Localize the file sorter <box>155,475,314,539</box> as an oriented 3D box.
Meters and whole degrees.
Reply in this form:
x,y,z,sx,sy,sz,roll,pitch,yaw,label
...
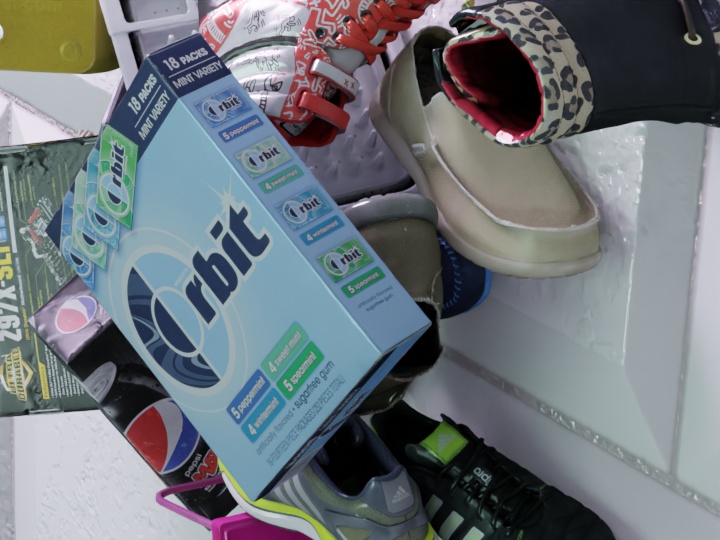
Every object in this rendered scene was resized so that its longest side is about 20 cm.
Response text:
x,y,z,sx,sy,sz,roll,pitch,yaw,label
-0.048,0.234,1.371,0.125,0.139,0.201,13,109,60,file sorter

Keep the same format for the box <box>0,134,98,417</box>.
x,y,z,sx,sy,sz,roll,pitch,yaw,label
-0.201,0.002,1.547,0.159,0.049,0.201,-6,96,18,box

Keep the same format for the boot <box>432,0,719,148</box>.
x,y,z,sx,sy,sz,roll,pitch,yaw,label
0.095,-0.129,1.023,0.204,0.153,0.074,49,137,40,boot

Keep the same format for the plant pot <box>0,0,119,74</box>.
x,y,z,sx,sy,sz,roll,pitch,yaw,label
-0.242,-0.224,1.438,0.177,0.199,0.201,-99,13,-67,plant pot

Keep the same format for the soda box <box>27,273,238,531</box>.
x,y,z,sx,sy,sz,roll,pitch,yaw,label
-0.142,0.089,1.450,0.071,0.063,0.200,38,167,48,soda box

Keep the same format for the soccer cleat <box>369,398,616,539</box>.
x,y,z,sx,sy,sz,roll,pitch,yaw,label
0.069,0.129,1.207,0.200,0.067,0.081,23,147,55,soccer cleat

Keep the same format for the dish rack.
x,y,z,sx,sy,sz,roll,pitch,yaw,label
-0.056,-0.108,1.264,0.044,0.171,0.201,111,144,-65,dish rack

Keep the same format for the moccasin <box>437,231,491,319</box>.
x,y,z,sx,sy,sz,roll,pitch,yaw,label
0.000,0.000,1.291,0.200,0.068,0.081,2,99,55,moccasin

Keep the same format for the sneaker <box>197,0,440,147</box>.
x,y,z,sx,sy,sz,roll,pitch,yaw,label
0.000,-0.132,1.181,0.201,0.067,0.108,-17,64,25,sneaker

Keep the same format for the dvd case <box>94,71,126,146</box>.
x,y,z,sx,sy,sz,roll,pitch,yaw,label
-0.144,-0.132,1.404,0.150,0.025,0.201,119,169,-58,dvd case

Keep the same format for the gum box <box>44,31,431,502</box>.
x,y,z,sx,sy,sz,roll,pitch,yaw,label
-0.072,0.002,1.146,0.200,0.044,0.170,51,139,11,gum box

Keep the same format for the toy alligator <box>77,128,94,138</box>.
x,y,z,sx,sy,sz,roll,pitch,yaw,label
-0.177,-0.008,1.596,0.054,0.059,0.201,-3,96,16,toy alligator

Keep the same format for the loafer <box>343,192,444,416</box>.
x,y,z,sx,sy,sz,roll,pitch,yaw,label
0.006,0.035,1.182,0.200,0.075,0.070,99,164,-59,loafer

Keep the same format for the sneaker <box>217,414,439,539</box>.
x,y,z,sx,sy,sz,roll,pitch,yaw,label
-0.021,0.114,1.248,0.200,0.074,0.081,27,134,47,sneaker

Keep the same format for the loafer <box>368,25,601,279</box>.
x,y,z,sx,sy,sz,roll,pitch,yaw,label
0.065,-0.067,1.163,0.200,0.075,0.068,48,142,42,loafer
